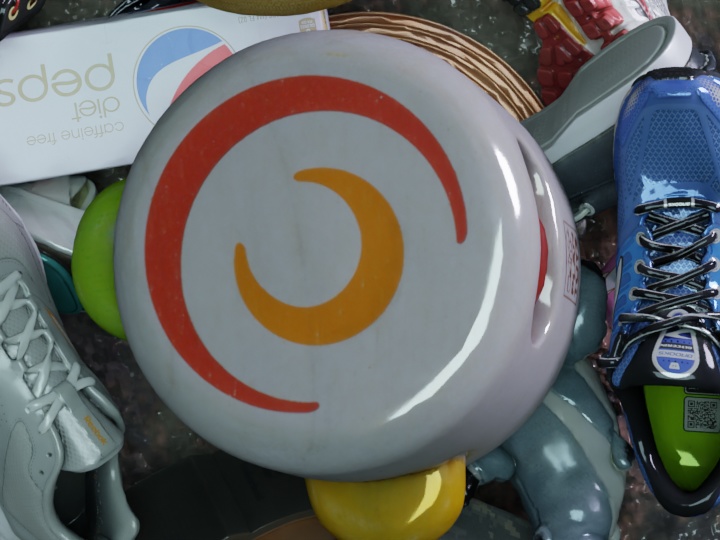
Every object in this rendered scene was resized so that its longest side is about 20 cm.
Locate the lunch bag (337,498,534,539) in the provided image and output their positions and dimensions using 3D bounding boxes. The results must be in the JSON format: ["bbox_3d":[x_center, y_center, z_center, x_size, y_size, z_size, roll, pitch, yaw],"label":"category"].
[{"bbox_3d":[0.040,0.210,1.332,0.164,0.118,0.200,23,124,-9],"label":"lunch bag"}]

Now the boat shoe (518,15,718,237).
[{"bbox_3d":[0.083,-0.037,1.319,0.200,0.076,0.060,-31,112,35],"label":"boat shoe"}]

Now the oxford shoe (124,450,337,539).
[{"bbox_3d":[-0.021,0.104,1.368,0.199,0.071,0.071,-22,52,4],"label":"oxford shoe"}]

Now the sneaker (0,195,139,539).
[{"bbox_3d":[-0.144,0.046,1.295,0.076,0.092,0.201,-36,124,-28],"label":"sneaker"}]

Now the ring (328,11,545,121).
[{"bbox_3d":[0.004,-0.023,1.387,0.200,0.019,0.201,0,91,-1],"label":"ring"}]

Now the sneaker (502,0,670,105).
[{"bbox_3d":[0.122,-0.123,1.354,0.078,0.082,0.200,-10,114,42],"label":"sneaker"}]

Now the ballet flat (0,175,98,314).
[{"bbox_3d":[-0.119,-0.010,1.361,0.199,0.069,0.070,16,91,18],"label":"ballet flat"}]

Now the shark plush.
[{"bbox_3d":[0.070,0.089,1.291,0.083,0.091,0.201,-4,73,-24],"label":"shark plush"}]

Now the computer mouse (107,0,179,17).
[{"bbox_3d":[-0.044,-0.166,1.377,0.200,0.034,0.059,-44,92,1],"label":"computer mouse"}]

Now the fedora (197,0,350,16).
[{"bbox_3d":[-0.015,-0.192,1.314,0.200,0.082,0.201,-11,66,25],"label":"fedora"}]

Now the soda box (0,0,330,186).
[{"bbox_3d":[-0.110,-0.084,1.343,0.199,0.064,0.068,-9,97,0],"label":"soda box"}]

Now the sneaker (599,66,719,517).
[{"bbox_3d":[0.144,0.012,1.240,0.078,0.089,0.201,-3,107,14],"label":"sneaker"}]

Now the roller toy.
[{"bbox_3d":[0.000,0.000,1.232,0.200,0.140,0.183,44,95,16],"label":"roller toy"}]

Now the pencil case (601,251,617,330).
[{"bbox_3d":[0.198,-0.031,1.305,0.087,0.083,0.200,43,112,-1],"label":"pencil case"}]

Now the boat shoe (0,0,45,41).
[{"bbox_3d":[-0.173,-0.138,1.298,0.063,0.202,0.074,-7,114,5],"label":"boat shoe"}]
